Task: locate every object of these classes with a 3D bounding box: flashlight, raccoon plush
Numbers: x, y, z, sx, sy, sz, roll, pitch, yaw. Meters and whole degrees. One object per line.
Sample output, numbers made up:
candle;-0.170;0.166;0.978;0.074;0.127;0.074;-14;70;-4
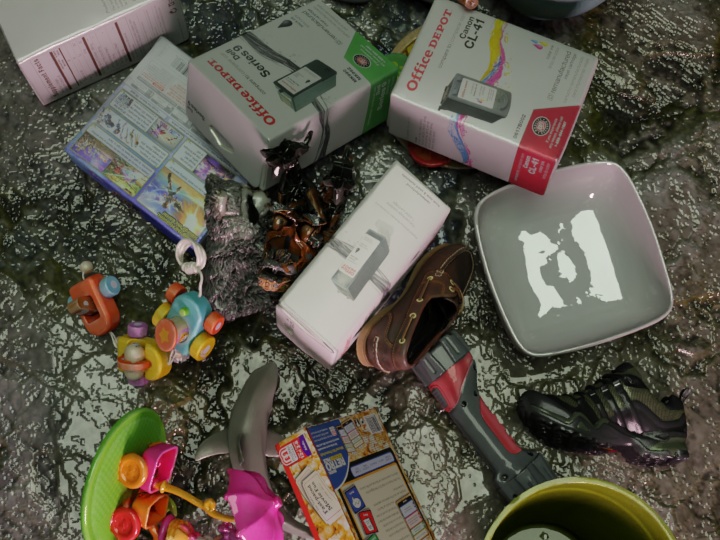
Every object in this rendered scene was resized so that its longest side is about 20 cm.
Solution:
flashlight;0.139;0.163;1.085;0.068;0.068;0.201;-42;82;21
raccoon plush;-0.164;-0.005;1.068;0.200;0.096;0.134;-49;123;-12

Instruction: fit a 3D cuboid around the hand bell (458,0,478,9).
hand bell;0.108;-0.363;1.156;0.102;0.105;0.202;-7;47;-3

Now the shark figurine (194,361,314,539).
shark figurine;-0.102;0.216;1.051;0.127;0.090;0.217;-27;76;-7

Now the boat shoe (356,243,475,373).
boat shoe;0.078;0.041;1.076;0.200;0.070;0.071;-49;124;-36

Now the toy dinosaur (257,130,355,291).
toy dinosaur;-0.059;-0.067;1.053;0.100;0.137;0.202;6;42;-3

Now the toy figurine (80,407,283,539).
toy figurine;-0.166;0.259;0.991;0.181;0.150;0.204;13;97;18

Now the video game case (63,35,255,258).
video game case;-0.212;-0.145;1.162;0.199;0.046;0.182;36;76;8

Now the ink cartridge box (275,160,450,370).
ink cartridge box;0.000;0.000;1.078;0.085;0.146;0.200;40;78;6

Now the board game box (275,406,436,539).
board game box;0.008;0.249;1.012;0.046;0.151;0.203;-32;75;25

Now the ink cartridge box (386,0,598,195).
ink cartridge box;0.145;-0.195;1.107;0.197;0.086;0.149;23;70;7

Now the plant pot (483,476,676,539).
plant pot;0.196;0.313;0.977;0.196;0.193;0.204;1;75;-2

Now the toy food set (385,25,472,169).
toy food set;0.118;-0.212;1.188;0.197;0.049;0.201;-39;80;-11

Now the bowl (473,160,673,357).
bowl;0.232;-0.008;1.125;0.196;0.075;0.203;-16;77;-6

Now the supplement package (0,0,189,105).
supplement package;-0.319;-0.305;1.164;0.197;0.117;0.118;-26;78;-9

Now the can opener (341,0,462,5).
can opener;0.046;-0.352;1.229;0.197;0.053;0.068;17;109;4

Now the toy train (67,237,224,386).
toy train;-0.241;0.047;1.063;0.198;0.055;0.153;-19;93;31

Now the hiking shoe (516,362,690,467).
hiking shoe;0.267;0.150;1.092;0.196;0.076;0.102;15;66;-7

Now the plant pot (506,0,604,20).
plant pot;0.232;-0.387;1.193;0.196;0.134;0.204;0;75;-1

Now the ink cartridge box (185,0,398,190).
ink cartridge box;-0.078;-0.201;1.117;0.199;0.085;0.146;-34;67;-31
